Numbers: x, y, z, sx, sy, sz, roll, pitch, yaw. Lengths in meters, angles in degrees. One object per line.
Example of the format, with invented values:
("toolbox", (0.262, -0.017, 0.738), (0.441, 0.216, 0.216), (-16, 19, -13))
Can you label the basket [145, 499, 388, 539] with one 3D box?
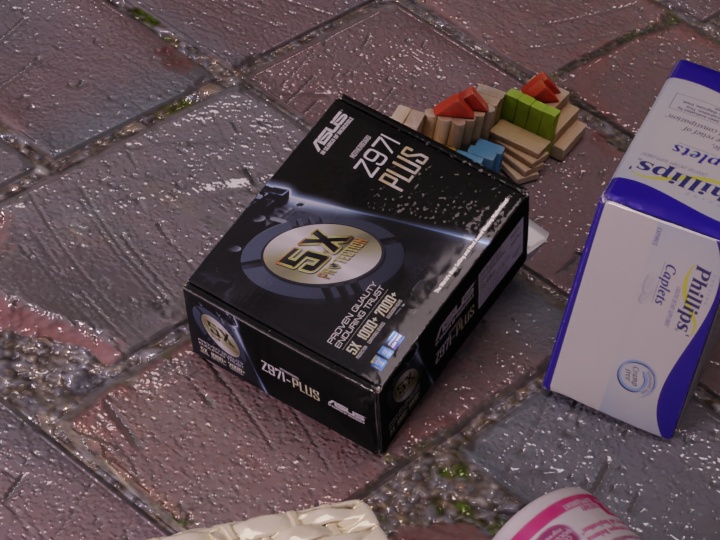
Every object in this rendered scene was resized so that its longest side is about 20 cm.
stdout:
("basket", (-0.065, 0.228, 1.476), (0.199, 0.124, 0.136), (-8, 44, -24))

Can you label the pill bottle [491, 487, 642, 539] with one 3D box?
("pill bottle", (0.168, 0.235, 1.534), (0.113, 0.114, 0.200), (-23, 51, -35))

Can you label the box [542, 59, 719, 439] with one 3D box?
("box", (0.226, -0.018, 1.800), (0.104, 0.185, 0.200), (21, 39, 10))

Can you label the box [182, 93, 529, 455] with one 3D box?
("box", (0.000, 0.000, 1.752), (0.163, 0.086, 0.200), (28, 61, 20))

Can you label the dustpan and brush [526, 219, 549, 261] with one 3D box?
("dustpan and brush", (0.025, -0.009, 1.834), (0.139, 0.057, 0.200), (37, 71, 26))

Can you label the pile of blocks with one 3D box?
("pile of blocks", (0.101, -0.113, 1.982), (0.199, 0.062, 0.082), (-19, 48, -32))
